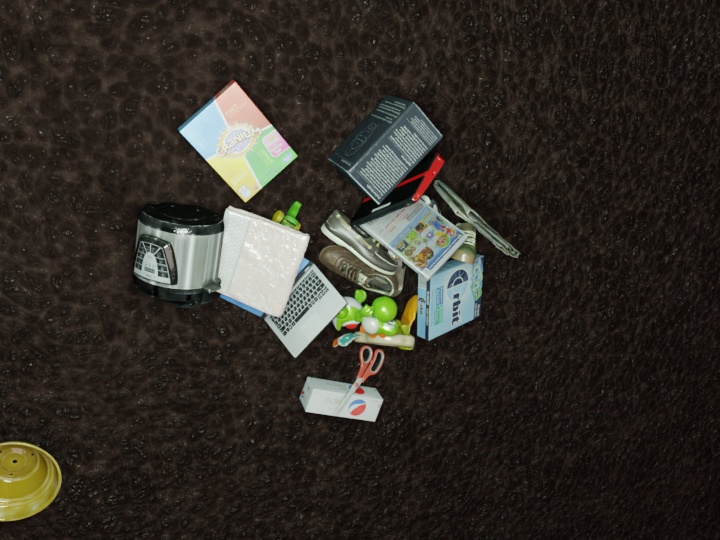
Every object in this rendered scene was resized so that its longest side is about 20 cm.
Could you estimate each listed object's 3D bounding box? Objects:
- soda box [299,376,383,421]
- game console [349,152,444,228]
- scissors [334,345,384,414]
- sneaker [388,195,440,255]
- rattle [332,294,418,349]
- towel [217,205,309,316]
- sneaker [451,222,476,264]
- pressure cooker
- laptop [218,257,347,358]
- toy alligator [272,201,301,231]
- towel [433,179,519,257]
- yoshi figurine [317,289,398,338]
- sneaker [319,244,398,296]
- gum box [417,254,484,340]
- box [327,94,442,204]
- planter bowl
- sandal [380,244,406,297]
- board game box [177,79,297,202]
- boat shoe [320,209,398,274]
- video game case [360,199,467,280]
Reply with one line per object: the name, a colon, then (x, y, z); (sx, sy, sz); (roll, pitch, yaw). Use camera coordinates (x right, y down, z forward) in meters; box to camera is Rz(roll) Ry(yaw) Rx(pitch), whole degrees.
soda box: (-0.047, 0.327, 1.662); (0.200, 0.064, 0.068); (14, 105, -25)
game console: (0.080, -0.171, 1.411); (0.031, 0.200, 0.177); (48, 49, -21)
scissors: (0.001, 0.280, 1.640); (0.073, 0.014, 0.200); (33, 67, -24)
sneaker: (0.126, -0.112, 1.518); (0.199, 0.079, 0.130); (-19, 103, -41)
rattle: (0.038, 0.127, 1.613); (0.199, 0.130, 0.143); (7, 98, 5)
towel: (-0.228, -0.018, 1.413); (0.191, 0.032, 0.200); (21, 110, -3)
sneaker: (0.239, -0.071, 1.543); (0.067, 0.200, 0.090); (17, 96, -2)
pressure cooker: (-0.370, -0.023, 1.336); (0.178, 0.176, 0.200); (4, 110, -24)
laptop: (-0.172, 0.066, 1.458); (0.187, 0.200, 0.116); (-47, 161, 17)
toy alligator: (-0.190, -0.065, 1.454); (0.059, 0.054, 0.200); (34, 96, -28)
towel: (0.264, -0.117, 1.523); (0.192, 0.200, 0.035); (37, 101, -29)
yoshi figurine: (0.002, 0.083, 1.527); (0.200, 0.112, 0.113); (21, 62, -1)
sneaker: (0.000, 0.000, 1.517); (0.200, 0.076, 0.071); (22, 106, -9)
gum box: (0.225, 0.061, 1.629); (0.200, 0.045, 0.170); (-19, 118, -37)
box: (0.050, -0.264, 1.412); (0.200, 0.148, 0.107); (-46, 118, 2)
planter bowl: (-0.758, 0.437, 1.426); (0.200, 0.083, 0.201); (-7, 114, -17)
sandal: (0.077, -0.022, 1.572); (0.082, 0.055, 0.201); (-8, 113, -18)
board game box: (-0.252, -0.265, 1.358); (0.153, 0.040, 0.200); (-42, 119, -1)
boat shoe: (0.008, -0.063, 1.495); (0.201, 0.072, 0.061); (33, 107, -10)
video game case: (0.117, -0.088, 1.453); (0.143, 0.200, 0.018); (-45, 165, -21)
